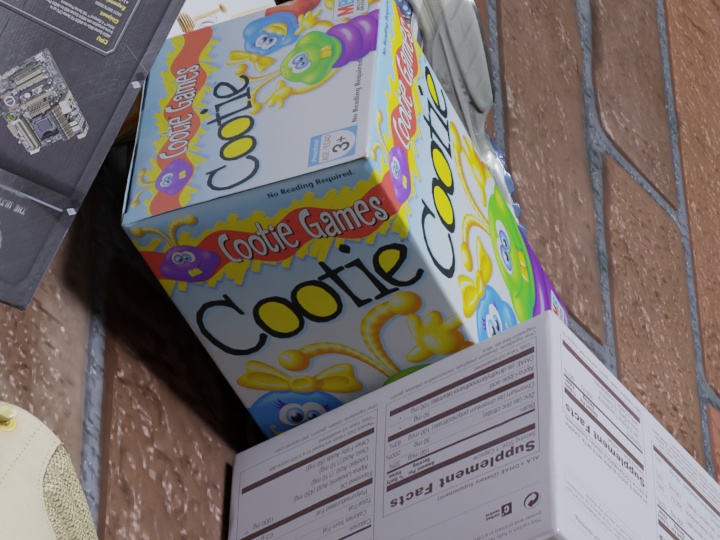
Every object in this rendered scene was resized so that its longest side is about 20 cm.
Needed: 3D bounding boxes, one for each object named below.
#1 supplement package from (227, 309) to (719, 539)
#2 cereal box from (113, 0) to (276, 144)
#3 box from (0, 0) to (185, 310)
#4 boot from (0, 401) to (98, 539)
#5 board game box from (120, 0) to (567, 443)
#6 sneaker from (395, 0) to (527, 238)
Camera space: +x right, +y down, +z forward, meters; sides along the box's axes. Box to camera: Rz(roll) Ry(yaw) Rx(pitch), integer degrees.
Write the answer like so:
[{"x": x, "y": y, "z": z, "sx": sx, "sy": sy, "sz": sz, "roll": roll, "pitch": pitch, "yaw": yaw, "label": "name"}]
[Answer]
[{"x": 0.065, "y": 0.139, "z": 1.135, "sx": 0.200, "sy": 0.155, "sz": 0.111, "roll": 45, "pitch": 31, "yaw": -35, "label": "supplement package"}, {"x": -0.104, "y": -0.155, "z": 1.210, "sx": 0.144, "sy": 0.039, "sz": 0.201, "roll": -19, "pitch": 85, "yaw": -62, "label": "cereal box"}, {"x": -0.150, "y": -0.087, "z": 0.947, "sx": 0.048, "sy": 0.159, "sz": 0.200, "roll": 31, "pitch": 5, "yaw": 37, "label": "box"}, {"x": -0.152, "y": 0.081, "z": 0.880, "sx": 0.200, "sy": 0.073, "sz": 0.156, "roll": 54, "pitch": 28, "yaw": -24, "label": "boot"}, {"x": 0.000, "y": 0.000, "z": 1.150, "sx": 0.105, "sy": 0.103, "sz": 0.200, "roll": -85, "pitch": 153, "yaw": -43, "label": "board game box"}, {"x": 0.022, "y": -0.046, "z": 1.325, "sx": 0.077, "sy": 0.085, "sz": 0.201, "roll": -116, "pitch": -169, "yaw": -66, "label": "sneaker"}]
